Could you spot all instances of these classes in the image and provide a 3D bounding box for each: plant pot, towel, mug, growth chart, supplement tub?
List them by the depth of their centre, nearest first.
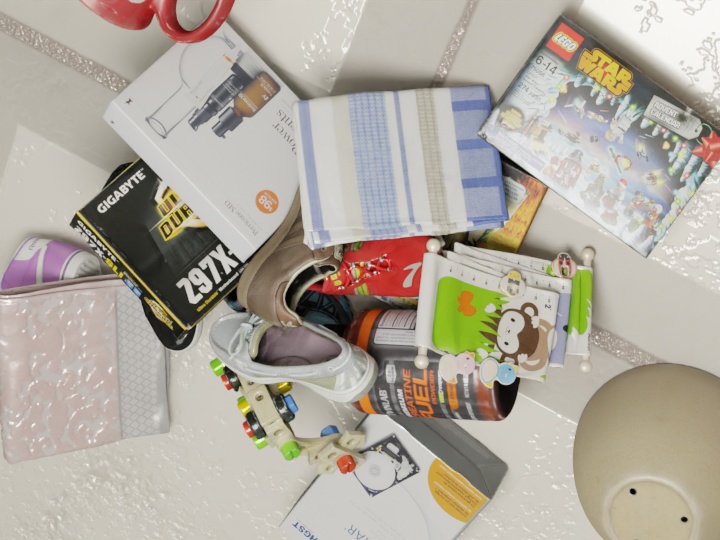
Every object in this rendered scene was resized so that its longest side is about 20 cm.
[{"bbox_3d":[0.036,-0.100,1.633,0.198,0.024,0.148,-6,78,-9],"label":"towel"},{"bbox_3d":[0.139,0.041,1.635,0.018,0.198,0.146,147,125,-62],"label":"growth chart"},{"bbox_3d":[-0.174,-0.332,1.644,0.177,0.134,0.200,39,116,-19],"label":"mug"},{"bbox_3d":[0.295,0.211,1.689,0.198,0.135,0.202,8,115,17],"label":"plant pot"},{"bbox_3d":[0.053,0.092,1.705,0.198,0.107,0.108,1,112,21],"label":"supplement tub"},{"bbox_3d":[-0.297,0.103,1.852,0.189,0.032,0.202,-8,116,-22],"label":"towel"}]

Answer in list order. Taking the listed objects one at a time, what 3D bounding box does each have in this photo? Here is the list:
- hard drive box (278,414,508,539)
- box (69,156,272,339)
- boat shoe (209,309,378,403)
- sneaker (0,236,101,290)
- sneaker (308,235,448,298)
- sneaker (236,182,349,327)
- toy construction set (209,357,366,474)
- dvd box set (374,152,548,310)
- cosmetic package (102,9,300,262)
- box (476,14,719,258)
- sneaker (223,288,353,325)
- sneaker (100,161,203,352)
[{"bbox_3d":[0.034,0.241,1.829,0.155,0.077,0.200,38,119,2],"label":"hard drive box"},{"bbox_3d":[-0.162,-0.055,1.709,0.160,0.200,0.049,48,154,-2],"label":"box"},{"bbox_3d":[-0.074,0.073,1.673,0.201,0.075,0.065,18,158,39],"label":"boat shoe"},{"bbox_3d":[-0.346,0.057,1.901,0.113,0.073,0.202,17,113,23],"label":"sneaker"},{"bbox_3d":[0.000,0.000,1.691,0.199,0.085,0.078,-5,100,42],"label":"sneaker"},{"bbox_3d":[-0.036,-0.034,1.655,0.075,0.070,0.201,30,85,26],"label":"sneaker"},{"bbox_3d":[-0.083,0.139,1.765,0.092,0.131,0.200,-42,56,-7],"label":"toy construction set"},{"bbox_3d":[0.088,-0.040,1.716,0.145,0.029,0.201,29,119,9],"label":"dvd box set"},{"bbox_3d":[-0.130,-0.133,1.689,0.200,0.151,0.052,45,156,-3],"label":"cosmetic package"},{"bbox_3d":[0.227,-0.126,1.604,0.199,0.040,0.137,35,101,2],"label":"box"},{"bbox_3d":[-0.100,0.028,1.776,0.199,0.096,0.080,35,120,3],"label":"sneaker"},{"bbox_3d":[-0.226,-0.011,1.765,0.072,0.112,0.202,-12,88,26],"label":"sneaker"}]
